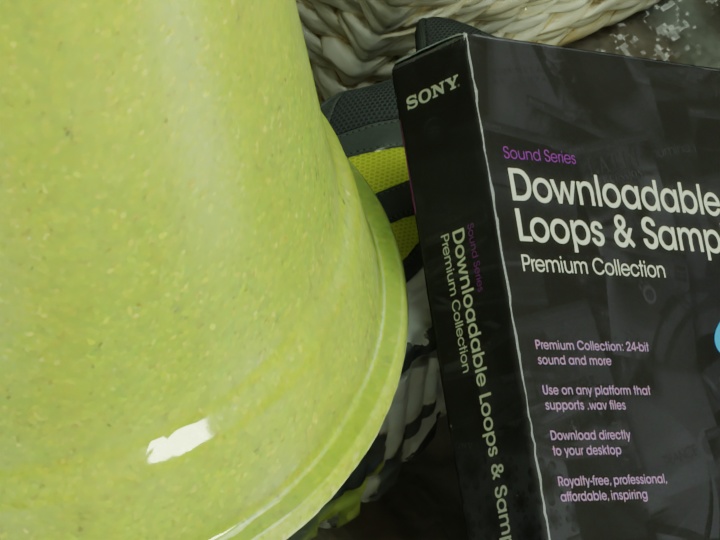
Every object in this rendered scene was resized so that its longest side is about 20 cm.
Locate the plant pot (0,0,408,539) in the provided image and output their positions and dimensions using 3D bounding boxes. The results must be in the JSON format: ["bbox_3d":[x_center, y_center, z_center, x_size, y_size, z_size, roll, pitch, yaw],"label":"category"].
[{"bbox_3d":[-0.088,-0.047,0.617,0.199,0.185,0.201,-1,47,1],"label":"plant pot"}]

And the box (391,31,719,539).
[{"bbox_3d":[0.084,0.039,0.700,0.143,0.036,0.201,2,72,-42],"label":"box"}]

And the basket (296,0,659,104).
[{"bbox_3d":[0.028,-0.183,0.866,0.199,0.161,0.199,-26,72,-31],"label":"basket"}]

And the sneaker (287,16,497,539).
[{"bbox_3d":[0.000,0.000,0.745,0.084,0.075,0.200,33,52,19],"label":"sneaker"}]
